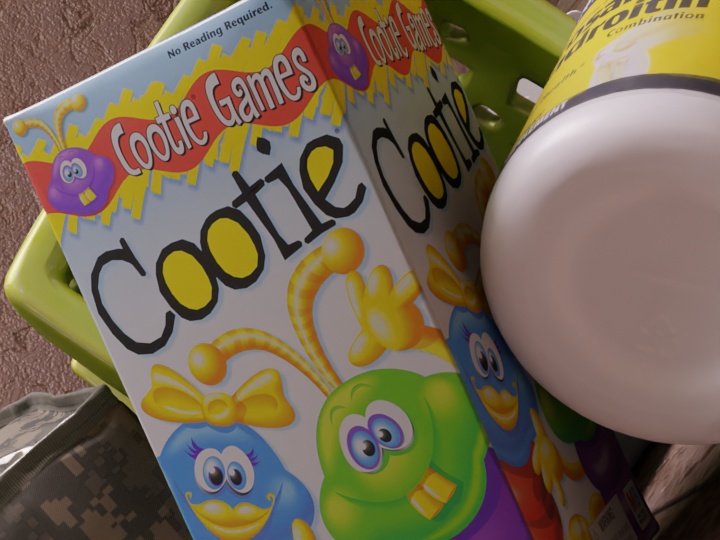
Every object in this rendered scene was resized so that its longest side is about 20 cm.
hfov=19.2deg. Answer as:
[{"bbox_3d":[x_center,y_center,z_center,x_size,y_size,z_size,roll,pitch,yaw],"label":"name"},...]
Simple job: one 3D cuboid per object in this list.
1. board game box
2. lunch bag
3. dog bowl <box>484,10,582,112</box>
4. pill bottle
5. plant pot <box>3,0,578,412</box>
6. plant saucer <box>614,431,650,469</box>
[{"bbox_3d":[-0.005,0.019,0.647,0.105,0.201,0.103,-23,3,24],"label":"board game box"},{"bbox_3d":[-0.108,0.138,0.851,0.118,0.164,0.200,-44,10,-17],"label":"lunch bag"},{"bbox_3d":[0.105,-0.064,1.101,0.200,0.059,0.200,-37,18,14],"label":"dog bowl"},{"bbox_3d":[0.112,-0.044,0.661,0.112,0.112,0.200,-55,3,35],"label":"pill bottle"},{"bbox_3d":[0.000,0.000,0.830,0.199,0.199,0.182,-57,-5,-15],"label":"plant pot"},{"bbox_3d":[0.089,0.055,0.842,0.201,0.027,0.200,-56,1,2],"label":"plant saucer"}]
